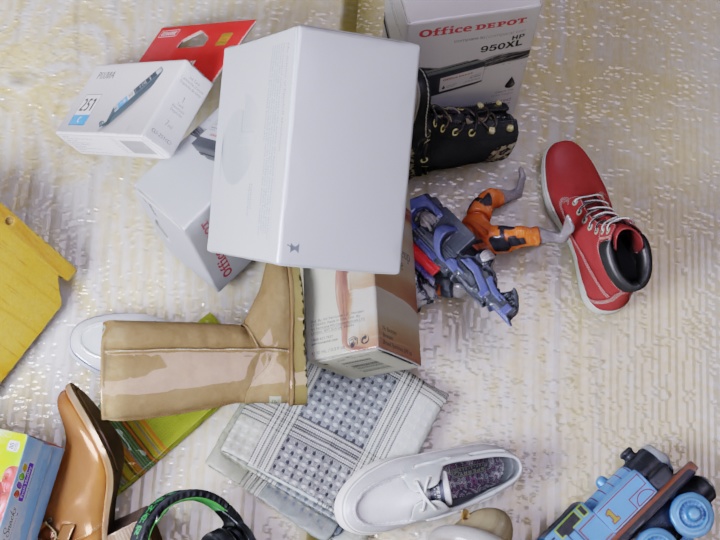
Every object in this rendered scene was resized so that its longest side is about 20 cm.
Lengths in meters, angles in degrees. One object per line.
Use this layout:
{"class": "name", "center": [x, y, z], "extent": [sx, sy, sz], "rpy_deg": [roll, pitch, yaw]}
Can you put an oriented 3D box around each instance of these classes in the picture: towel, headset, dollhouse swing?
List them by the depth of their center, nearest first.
{"class": "headset", "center": [-0.136, 0.304, 1.213], "extent": [0.200, 0.094, 0.124], "rpy_deg": [54, 54, -17]}
{"class": "towel", "center": [-0.034, 0.168, 1.299], "extent": [0.192, 0.035, 0.201], "rpy_deg": [30, 76, 3]}
{"class": "towel", "center": [-0.206, 0.137, 1.300], "extent": [0.200, 0.018, 0.086], "rpy_deg": [-41, 83, -13]}
{"class": "dollhouse swing", "center": [-0.448, 0.014, 1.302], "extent": [0.200, 0.175, 0.182], "rpy_deg": [-54, 127, -15]}

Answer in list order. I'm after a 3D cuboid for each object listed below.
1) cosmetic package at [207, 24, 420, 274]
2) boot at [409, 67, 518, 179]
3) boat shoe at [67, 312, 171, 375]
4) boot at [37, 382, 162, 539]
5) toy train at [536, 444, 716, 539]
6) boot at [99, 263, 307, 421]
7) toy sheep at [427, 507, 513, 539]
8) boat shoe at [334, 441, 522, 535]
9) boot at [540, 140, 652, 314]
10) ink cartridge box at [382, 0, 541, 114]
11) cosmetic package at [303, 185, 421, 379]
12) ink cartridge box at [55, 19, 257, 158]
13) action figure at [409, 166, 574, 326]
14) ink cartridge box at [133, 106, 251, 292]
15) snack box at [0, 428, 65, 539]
{"class": "cosmetic package", "center": [-0.047, -0.105, 1.131], "extent": [0.122, 0.200, 0.201], "rpy_deg": [4, 93, -23]}
{"class": "boot", "center": [0.093, -0.161, 1.312], "extent": [0.153, 0.204, 0.074], "rpy_deg": [-13, 68, -12]}
{"class": "boat shoe", "center": [-0.204, 0.077, 1.278], "extent": [0.199, 0.067, 0.074], "rpy_deg": [7, 71, 0]}
{"class": "boot", "center": [-0.301, 0.227, 1.229], "extent": [0.154, 0.074, 0.201], "rpy_deg": [-24, 87, 1]}
{"class": "toy train", "center": [0.272, 0.265, 1.277], "extent": [0.200, 0.087, 0.114], "rpy_deg": [-41, 77, -13]}
{"class": "boot", "center": [-0.154, 0.058, 1.222], "extent": [0.199, 0.066, 0.176], "rpy_deg": [-1, 63, -8]}
{"class": "toy sheep", "center": [0.106, 0.325, 1.222], "extent": [0.137, 0.138, 0.201], "rpy_deg": [22, 59, 1]}
{"class": "boat shoe", "center": [0.073, 0.220, 1.254], "extent": [0.199, 0.068, 0.073], "rpy_deg": [-6, 87, -24]}
{"class": "boot", "center": [0.255, -0.063, 1.327], "extent": [0.072, 0.144, 0.201], "rpy_deg": [-15, 76, -7]}
{"class": "ink cartridge box", "center": [0.101, -0.243, 1.325], "extent": [0.144, 0.200, 0.085], "rpy_deg": [-10, 64, -7]}
{"class": "cosmetic package", "center": [0.000, 0.000, 1.276], "extent": [0.087, 0.103, 0.201], "rpy_deg": [-13, 71, 27]}
{"class": "ink cartridge box", "center": [-0.218, -0.201, 1.302], "extent": [0.045, 0.199, 0.177], "rpy_deg": [40, 71, -35]}
{"class": "action figure", "center": [0.133, -0.008, 1.327], "extent": [0.193, 0.105, 0.200], "rpy_deg": [-28, 55, -6]}
{"class": "ink cartridge box", "center": [-0.120, -0.096, 1.293], "extent": [0.084, 0.145, 0.200], "rpy_deg": [40, 75, 24]}
{"class": "snack box", "center": [-0.402, 0.228, 1.194], "extent": [0.199, 0.068, 0.170], "rpy_deg": [6, 73, 26]}
